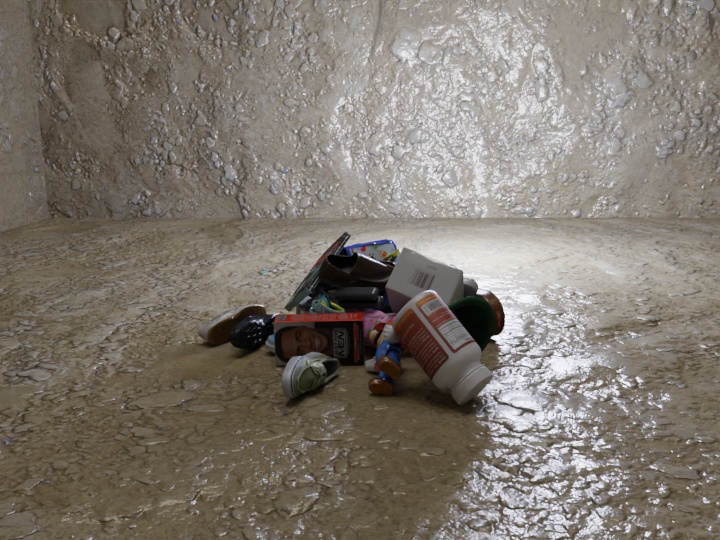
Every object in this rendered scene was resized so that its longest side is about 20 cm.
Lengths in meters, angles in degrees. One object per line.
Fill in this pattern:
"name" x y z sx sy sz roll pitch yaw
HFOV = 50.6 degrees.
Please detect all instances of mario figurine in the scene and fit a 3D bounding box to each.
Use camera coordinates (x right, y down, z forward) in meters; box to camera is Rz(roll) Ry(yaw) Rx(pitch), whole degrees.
"mario figurine" 0.042 0.163 1.549 0.122 0.107 0.201 -29 17 17

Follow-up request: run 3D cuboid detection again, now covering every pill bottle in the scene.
"pill bottle" 0.157 0.147 1.440 0.111 0.113 0.201 -13 58 -46

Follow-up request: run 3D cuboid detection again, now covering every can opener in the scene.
"can opener" -0.042 0.076 1.768 0.196 0.054 0.068 -1 44 36

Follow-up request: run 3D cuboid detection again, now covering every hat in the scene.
"hat" 0.163 0.104 1.628 0.198 0.168 0.176 -35 35 -7

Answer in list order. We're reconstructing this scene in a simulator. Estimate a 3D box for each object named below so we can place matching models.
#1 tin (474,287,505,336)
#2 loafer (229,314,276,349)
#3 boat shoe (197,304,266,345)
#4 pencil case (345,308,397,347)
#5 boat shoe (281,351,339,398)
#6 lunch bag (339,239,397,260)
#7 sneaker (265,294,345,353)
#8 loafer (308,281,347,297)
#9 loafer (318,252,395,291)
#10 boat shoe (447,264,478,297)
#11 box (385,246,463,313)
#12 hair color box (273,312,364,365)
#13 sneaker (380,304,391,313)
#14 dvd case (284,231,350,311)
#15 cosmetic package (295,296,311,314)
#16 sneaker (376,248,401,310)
"tin" 0.270 0.099 1.846 0.041 0.115 0.198 -19 19 -30
"loafer" -0.260 0.145 1.797 0.068 0.070 0.200 -5 5 20
"boat shoe" -0.316 0.124 1.872 0.068 0.073 0.198 10 18 37
"pencil case" 0.025 0.130 1.740 0.085 0.090 0.199 -7 7 -26
"boat shoe" -0.097 0.200 1.510 0.060 0.074 0.200 0 9 18
"lunch bag" 0.021 0.028 1.972 0.167 0.206 0.123 -11 15 -35
"sneaker" -0.121 0.121 1.729 0.194 0.135 0.080 -2 14 -2
"loafer" -0.052 0.059 1.855 0.062 0.073 0.197 -34 28 -34
"loafer" 0.000 0.000 1.773 0.194 0.072 0.074 2 51 -3
"boat shoe" 0.216 0.019 1.839 0.071 0.067 0.198 37 -19 -25
"box" 0.151 0.057 1.746 0.149 0.108 0.201 22 -18 16
"hair color box" -0.089 0.150 1.665 0.194 0.105 0.061 -2 13 2
"sneaker" 0.102 0.119 1.905 0.194 0.077 0.106 -10 -3 -13
"dvd case" -0.106 0.003 1.886 0.201 0.022 0.146 -55 9 -34
"cosmetic package" -0.107 0.111 1.909 0.100 0.075 0.200 -3 12 -8
"sneaker" 0.082 0.033 1.874 0.073 0.083 0.202 -25 26 38
